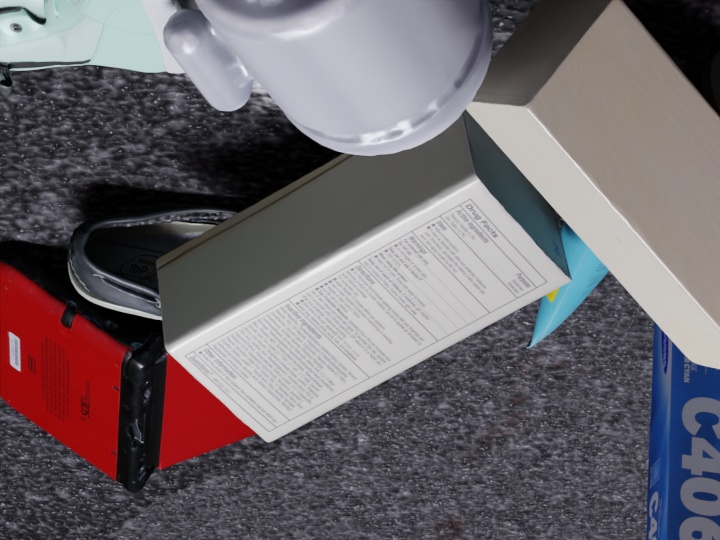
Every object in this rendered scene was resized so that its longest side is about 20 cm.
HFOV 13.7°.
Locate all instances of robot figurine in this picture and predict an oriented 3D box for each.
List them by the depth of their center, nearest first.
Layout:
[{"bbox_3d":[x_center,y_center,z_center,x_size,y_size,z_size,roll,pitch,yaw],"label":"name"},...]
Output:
[{"bbox_3d":[-0.007,-0.128,1.387,0.169,0.113,0.200,-22,146,12],"label":"robot figurine"}]

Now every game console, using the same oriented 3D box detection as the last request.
[{"bbox_3d":[-0.129,0.043,1.848,0.172,0.119,0.200,34,155,11],"label":"game console"}]

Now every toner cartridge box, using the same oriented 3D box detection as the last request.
[{"bbox_3d":[0.216,0.111,1.723,0.095,0.201,0.043,9,152,-9],"label":"toner cartridge box"}]

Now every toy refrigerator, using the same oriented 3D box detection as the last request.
[{"bbox_3d":[0.144,-0.042,1.479,0.200,0.076,0.070,46,164,-25],"label":"toy refrigerator"}]

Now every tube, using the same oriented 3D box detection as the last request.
[{"bbox_3d":[0.133,-0.029,1.617,0.050,0.077,0.200,40,152,12],"label":"tube"}]

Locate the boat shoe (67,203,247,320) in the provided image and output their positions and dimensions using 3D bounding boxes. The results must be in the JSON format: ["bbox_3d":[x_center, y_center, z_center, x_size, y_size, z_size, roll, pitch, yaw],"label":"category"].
[{"bbox_3d":[-0.070,-0.001,1.689,0.199,0.075,0.066,13,165,4],"label":"boat shoe"}]

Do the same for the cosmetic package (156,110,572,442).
[{"bbox_3d":[0.000,0.000,1.604,0.200,0.073,0.104,-29,133,17],"label":"cosmetic package"}]

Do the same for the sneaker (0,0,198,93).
[{"bbox_3d":[-0.145,-0.146,1.410,0.118,0.074,0.201,-4,155,3],"label":"sneaker"}]

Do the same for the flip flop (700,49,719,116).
[{"bbox_3d":[0.254,-0.062,1.531,0.200,0.081,0.058,31,129,-33],"label":"flip flop"}]
